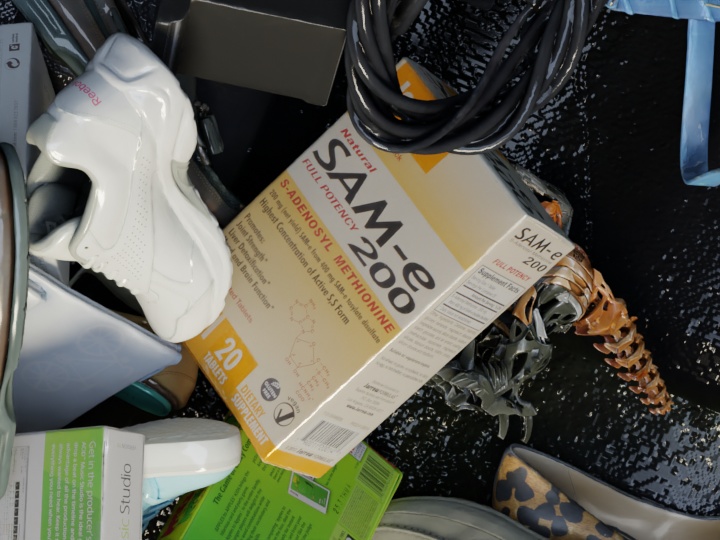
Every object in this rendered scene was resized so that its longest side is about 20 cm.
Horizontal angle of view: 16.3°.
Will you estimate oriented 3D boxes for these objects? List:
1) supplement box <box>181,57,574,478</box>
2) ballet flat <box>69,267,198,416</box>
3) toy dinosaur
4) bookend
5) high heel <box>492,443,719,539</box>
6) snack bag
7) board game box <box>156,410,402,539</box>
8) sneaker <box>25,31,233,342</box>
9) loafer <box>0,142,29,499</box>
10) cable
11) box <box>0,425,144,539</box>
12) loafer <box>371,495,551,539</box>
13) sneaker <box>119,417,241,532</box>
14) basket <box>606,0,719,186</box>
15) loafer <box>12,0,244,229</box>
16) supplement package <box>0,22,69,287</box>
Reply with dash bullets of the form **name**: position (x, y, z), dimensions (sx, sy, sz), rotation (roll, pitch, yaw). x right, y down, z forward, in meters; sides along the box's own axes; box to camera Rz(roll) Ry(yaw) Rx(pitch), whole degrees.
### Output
- **supplement box**: position (0.000, 0.000, 1.378), dimensions (0.200, 0.073, 0.126), rotation (-43, 62, 12)
- **ballet flat**: position (-0.184, 0.020, 1.444), dimensions (0.199, 0.069, 0.063), rotation (24, 71, -10)
- **toy dinosaur**: position (0.093, 0.020, 1.439), dimensions (0.199, 0.102, 0.136), rotation (33, 81, 12)
- **bookend**: position (-0.002, -0.172, 1.339), dimensions (0.199, 0.092, 0.200), rotation (10, 61, -6)
- **high heel**: position (0.182, 0.139, 1.471), dimensions (0.199, 0.071, 0.143), rotation (-22, 108, 10)
- **snack bag**: position (-0.229, 0.049, 1.381), dimensions (0.188, 0.022, 0.200), rotation (-32, 133, 33)
- **board game box**: position (-0.056, 0.157, 1.404), dimensions (0.101, 0.200, 0.048), rotation (40, 131, -10)
- **sneaker**: position (-0.131, -0.028, 1.303), dimensions (0.099, 0.078, 0.201), rotation (-35, 139, -20)
- **loafer**: position (-0.206, 0.032, 1.276), dimensions (0.062, 0.072, 0.201), rotation (-2, 117, -20)
- **cable**: position (0.065, -0.145, 1.273), dimensions (0.200, 0.051, 0.163), rotation (-49, 144, -1)
- **box**: position (-0.201, 0.163, 1.356), dimensions (0.199, 0.036, 0.145), rotation (-7, 77, 38)
- **loafer**: position (0.081, 0.183, 1.438), dimensions (0.199, 0.070, 0.070), rotation (13, 134, 30)
- **sneaker**: position (-0.138, 0.133, 1.395), dimensions (0.199, 0.074, 0.082), rotation (-14, 94, 38)
- **basket**: position (0.208, -0.148, 1.365), dimensions (0.138, 0.176, 0.201), rotation (7, 90, -9)
- **loafer**: position (-0.123, -0.110, 1.403), dimensions (0.063, 0.072, 0.200), rotation (-40, 99, -3)
- **supplement package**: position (-0.265, -0.049, 1.363), dimensions (0.199, 0.110, 0.114), rotation (-6, 144, 4)
